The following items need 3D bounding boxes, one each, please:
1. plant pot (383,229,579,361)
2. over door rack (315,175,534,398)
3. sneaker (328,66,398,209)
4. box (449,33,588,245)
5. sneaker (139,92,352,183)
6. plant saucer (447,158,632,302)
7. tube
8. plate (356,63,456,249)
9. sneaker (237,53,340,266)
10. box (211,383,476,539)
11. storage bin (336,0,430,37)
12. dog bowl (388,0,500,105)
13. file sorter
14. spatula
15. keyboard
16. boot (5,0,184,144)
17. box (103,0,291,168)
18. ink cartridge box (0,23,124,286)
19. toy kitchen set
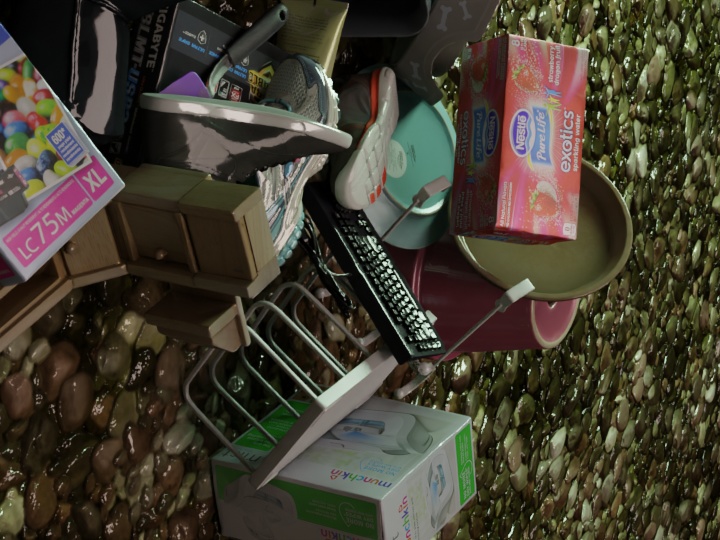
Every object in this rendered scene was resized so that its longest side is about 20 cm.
[{"bbox_3d":[0.141,0.010,1.907,0.200,0.179,0.200,-23,117,-55],"label":"plant pot"},{"bbox_3d":[0.053,0.022,1.709,0.148,0.200,0.067,52,37,8],"label":"over door rack"},{"bbox_3d":[-0.015,-0.127,1.679,0.200,0.082,0.077,-73,162,-52],"label":"sneaker"},{"bbox_3d":[0.160,-0.129,1.734,0.100,0.095,0.200,7,84,-26],"label":"box"},{"bbox_3d":[-0.102,-0.091,1.454,0.200,0.071,0.099,4,100,-33],"label":"sneaker"},{"bbox_3d":[0.189,-0.047,1.819,0.200,0.200,0.029,-57,169,-32],"label":"plant saucer"},{"bbox_3d":[-0.059,-0.162,1.637,0.052,0.058,0.200,-135,-126,-76],"label":"tube"},{"bbox_3d":[0.049,-0.122,1.799,0.200,0.026,0.200,13,73,-45],"label":"plate"},{"bbox_3d":[-0.081,-0.103,1.523,0.086,0.078,0.200,23,76,-48],"label":"sneaker"},{"bbox_3d":[-0.015,0.206,1.692,0.176,0.200,0.097,-34,126,-49],"label":"box"},{"bbox_3d":[0.025,-0.348,1.666,0.134,0.146,0.200,-60,145,-47],"label":"storage bin"},{"bbox_3d":[0.093,-0.272,1.765,0.200,0.059,0.200,-61,-170,19],"label":"dog bowl"},{"bbox_3d":[-0.053,0.084,1.630,0.200,0.125,0.139,-36,168,-49],"label":"file sorter"},{"bbox_3d":[-0.119,-0.176,1.490,0.200,0.021,0.057,-53,131,-38],"label":"spatula"},{"bbox_3d":[0.000,0.000,1.602,0.127,0.021,0.200,-9,62,-52],"label":"keyboard"},{"bbox_3d":[-0.189,-0.185,1.350,0.200,0.076,0.168,1,100,-21],"label":"boot"},{"bbox_3d":[-0.144,-0.124,1.531,0.200,0.050,0.199,22,79,-58],"label":"box"},{"bbox_3d":[-0.275,-0.102,1.252,0.200,0.042,0.119,53,55,-17],"label":"ink cartridge box"},{"bbox_3d":[-0.188,0.031,1.354,0.180,0.200,0.163,-46,135,-42],"label":"toy kitchen set"}]
